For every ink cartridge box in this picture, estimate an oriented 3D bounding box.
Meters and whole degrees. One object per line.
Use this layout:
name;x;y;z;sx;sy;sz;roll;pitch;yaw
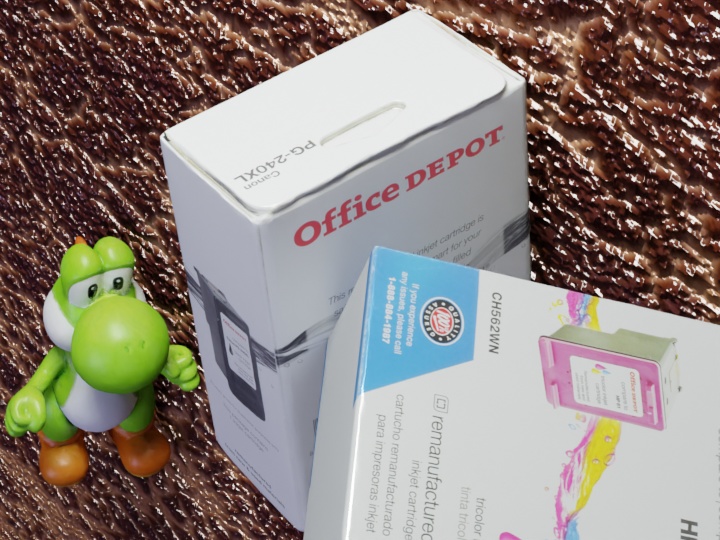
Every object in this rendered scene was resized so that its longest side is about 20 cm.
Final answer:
ink cartridge box;0.000;0.000;0.964;0.083;0.145;0.201;41;149;40
ink cartridge box;0.084;0.087;0.854;0.199;0.145;0.085;13;144;-10

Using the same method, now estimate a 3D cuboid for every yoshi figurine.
yoshi figurine;-0.163;0.070;1.329;0.112;0.113;0.201;25;140;15
